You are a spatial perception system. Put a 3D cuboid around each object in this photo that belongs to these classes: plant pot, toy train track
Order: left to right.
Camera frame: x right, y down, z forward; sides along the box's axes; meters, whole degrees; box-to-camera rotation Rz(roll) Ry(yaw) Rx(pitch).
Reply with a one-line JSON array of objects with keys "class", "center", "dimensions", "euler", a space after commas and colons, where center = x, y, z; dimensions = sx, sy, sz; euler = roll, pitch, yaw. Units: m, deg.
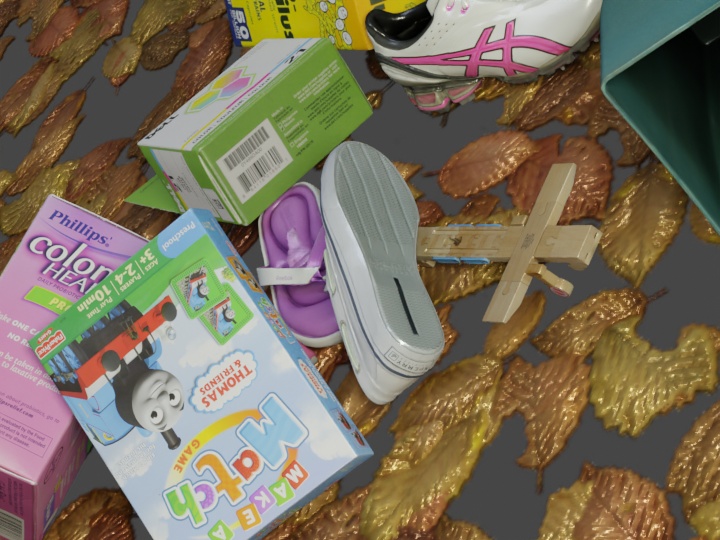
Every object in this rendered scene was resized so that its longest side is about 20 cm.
[{"class": "toy train track", "center": [0.095, -0.012, 1.290], "dimensions": [0.200, 0.033, 0.115], "euler": [2, 63, 58]}, {"class": "plant pot", "center": [0.231, -0.146, 1.177], "dimensions": [0.141, 0.141, 0.200], "euler": [-33, 26, 21]}]

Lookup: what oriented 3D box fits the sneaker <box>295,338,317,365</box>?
[{"class": "sneaker", "center": [-0.106, 0.084, 1.382], "dimensions": [0.200, 0.074, 0.087], "euler": [-10, 46, 51]}]

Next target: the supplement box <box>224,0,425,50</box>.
[{"class": "supplement box", "center": [-0.020, -0.242, 1.572], "dimensions": [0.109, 0.109, 0.200], "euler": [-25, 19, -30]}]

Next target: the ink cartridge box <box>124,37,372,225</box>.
[{"class": "ink cartridge box", "center": [-0.110, -0.115, 1.573], "dimensions": [0.148, 0.076, 0.200], "euler": [-43, 28, -23]}]

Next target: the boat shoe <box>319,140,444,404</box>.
[{"class": "boat shoe", "center": [0.000, 0.000, 1.326], "dimensions": [0.067, 0.074, 0.200], "euler": [-52, 34, 35]}]

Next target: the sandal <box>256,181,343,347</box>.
[{"class": "sandal", "center": [-0.045, -0.009, 1.432], "dimensions": [0.082, 0.050, 0.203], "euler": [-44, 32, 6]}]

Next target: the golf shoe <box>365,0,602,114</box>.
[{"class": "golf shoe", "center": [0.092, -0.178, 1.419], "dimensions": [0.200, 0.092, 0.073], "euler": [-19, 40, 36]}]

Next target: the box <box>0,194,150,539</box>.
[{"class": "box", "center": [-0.232, 0.079, 1.438], "dimensions": [0.176, 0.097, 0.200], "euler": [112, -176, -64]}]

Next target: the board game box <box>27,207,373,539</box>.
[{"class": "board game box", "center": [-0.108, 0.083, 1.300], "dimensions": [0.151, 0.037, 0.200], "euler": [-39, 77, 14]}]
